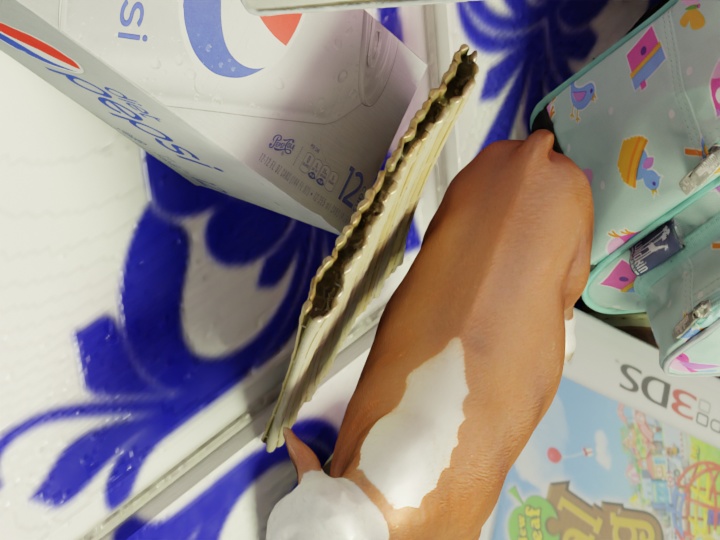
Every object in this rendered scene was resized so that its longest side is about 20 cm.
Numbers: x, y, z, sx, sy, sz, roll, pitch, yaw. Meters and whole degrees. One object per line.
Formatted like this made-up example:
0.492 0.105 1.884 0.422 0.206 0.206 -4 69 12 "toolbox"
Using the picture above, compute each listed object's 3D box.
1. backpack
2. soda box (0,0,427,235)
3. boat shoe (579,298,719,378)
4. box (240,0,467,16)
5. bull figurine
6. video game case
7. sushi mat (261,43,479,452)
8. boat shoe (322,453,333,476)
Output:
0.182 -0.051 0.903 0.175 0.154 0.200 2 145 -33 "backpack"
-0.061 -0.078 0.711 0.200 0.068 0.064 35 77 -54 "soda box"
0.150 0.015 1.052 0.200 0.071 0.077 21 69 -64 "boat shoe"
0.029 -0.180 0.691 0.200 0.108 0.128 -59 138 -45 "box"
0.026 0.048 0.815 0.201 0.065 0.122 -59 165 -27 "bull figurine"
0.109 0.129 0.914 0.181 0.022 0.201 25 64 -25 "video game case"
0.000 0.000 0.792 0.096 0.012 0.200 -57 177 -16 "sushi mat"
-0.004 0.160 0.915 0.065 0.073 0.201 -23 115 -41 "boat shoe"
